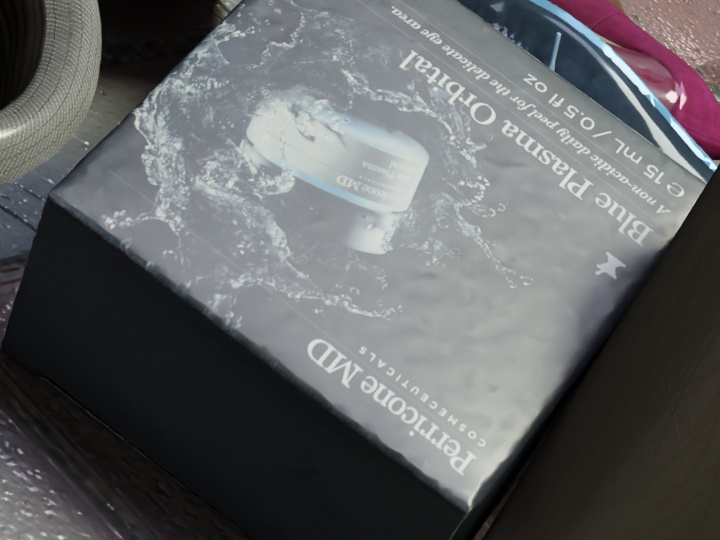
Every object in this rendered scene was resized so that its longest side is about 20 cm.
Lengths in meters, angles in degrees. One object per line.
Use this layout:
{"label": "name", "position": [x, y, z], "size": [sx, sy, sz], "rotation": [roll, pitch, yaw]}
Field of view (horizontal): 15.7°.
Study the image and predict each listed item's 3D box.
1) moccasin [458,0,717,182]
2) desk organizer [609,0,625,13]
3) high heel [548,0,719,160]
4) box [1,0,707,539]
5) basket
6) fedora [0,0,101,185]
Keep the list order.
{"label": "moccasin", "position": [0.100, -0.052, 1.166], "size": [0.200, 0.081, 0.068], "rotation": [40, 59, 8]}
{"label": "desk organizer", "position": [0.109, -0.089, 1.375], "size": [0.077, 0.072, 0.201], "rotation": [20, 32, -26]}
{"label": "high heel", "position": [0.108, -0.108, 1.297], "size": [0.096, 0.068, 0.200], "rotation": [25, 18, -33]}
{"label": "box", "position": [0.000, 0.000, 1.024], "size": [0.196, 0.118, 0.200], "rotation": [36, 54, 7]}
{"label": "basket", "position": [0.144, 0.073, 0.945], "size": [0.180, 0.200, 0.136], "rotation": [45, 12, 28]}
{"label": "fedora", "position": [-0.188, -0.086, 0.946], "size": [0.176, 0.090, 0.201], "rotation": [13, 45, -27]}
